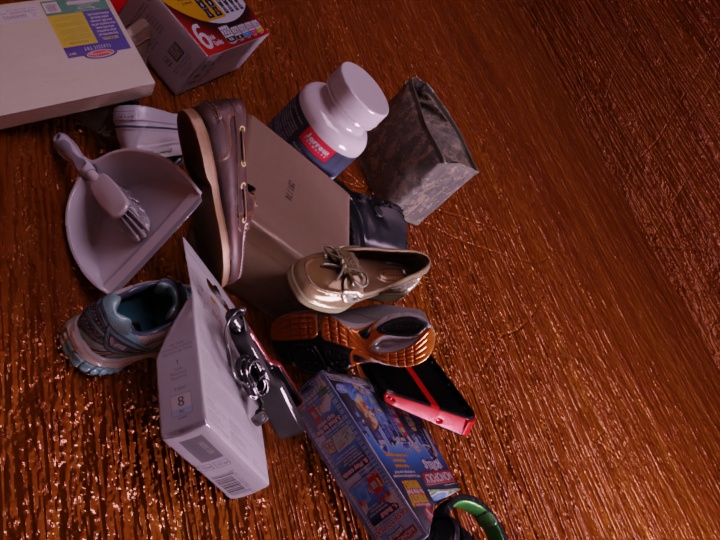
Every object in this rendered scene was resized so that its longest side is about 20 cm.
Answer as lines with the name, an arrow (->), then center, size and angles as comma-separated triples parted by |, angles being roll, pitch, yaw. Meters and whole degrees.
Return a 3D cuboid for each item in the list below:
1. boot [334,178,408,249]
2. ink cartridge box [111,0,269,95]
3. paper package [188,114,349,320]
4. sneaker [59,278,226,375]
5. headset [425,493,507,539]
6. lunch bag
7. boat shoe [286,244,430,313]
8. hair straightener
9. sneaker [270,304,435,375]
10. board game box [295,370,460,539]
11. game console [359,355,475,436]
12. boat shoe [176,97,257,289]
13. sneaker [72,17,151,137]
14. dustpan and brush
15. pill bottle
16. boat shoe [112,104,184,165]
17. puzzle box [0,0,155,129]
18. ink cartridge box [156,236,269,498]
boot -> 0.011, -0.051, 1.169 | 0.166, 0.076, 0.202 | 20, 37, -38
ink cartridge box -> -0.250, -0.365, 1.121 | 0.176, 0.083, 0.200 | 49, 30, -7
paper package -> -0.107, -0.060, 0.986 | 0.189, 0.103, 0.202 | 35, 33, -28
sneaker -> -0.190, 0.046, 0.771 | 0.078, 0.086, 0.199 | 57, 29, 9
headset -> 0.125, 0.341, 0.902 | 0.124, 0.094, 0.200 | 51, 37, -1
lunch bag -> 0.086, -0.208, 1.355 | 0.116, 0.164, 0.203 | 5, 54, -45
boat shoe -> 0.000, 0.000, 0.903 | 0.198, 0.062, 0.074 | -7, 66, -48
hair straightener -> -0.092, 0.109, 0.769 | 0.202, 0.040, 0.078 | 76, 1, -47
sneaker -> -0.009, 0.077, 0.944 | 0.092, 0.195, 0.078 | -64, 155, -77
board game box -> 0.030, 0.224, 0.900 | 0.199, 0.061, 0.202 | 23, 33, -56
game console -> 0.052, 0.129, 1.024 | 0.175, 0.031, 0.200 | 24, 18, -35
boat shoe -> -0.137, -0.076, 0.810 | 0.069, 0.204, 0.070 | -23, 40, -33
sneaker -> -0.295, -0.232, 0.952 | 0.076, 0.069, 0.202 | 52, 33, -28
dustpan and brush -> -0.264, -0.085, 0.805 | 0.200, 0.140, 0.057 | 40, -5, 40
pill bottle -> -0.060, -0.187, 1.087 | 0.119, 0.199, 0.121 | 34, 34, -27
boat shoe -> -0.237, -0.156, 0.948 | 0.200, 0.072, 0.068 | -17, 110, -70
puzzle box -> -0.335, -0.226, 0.836 | 0.198, 0.025, 0.135 | -22, 75, -36
ink cartridge box -> -0.146, 0.095, 0.754 | 0.161, 0.046, 0.203 | 66, 7, -54
